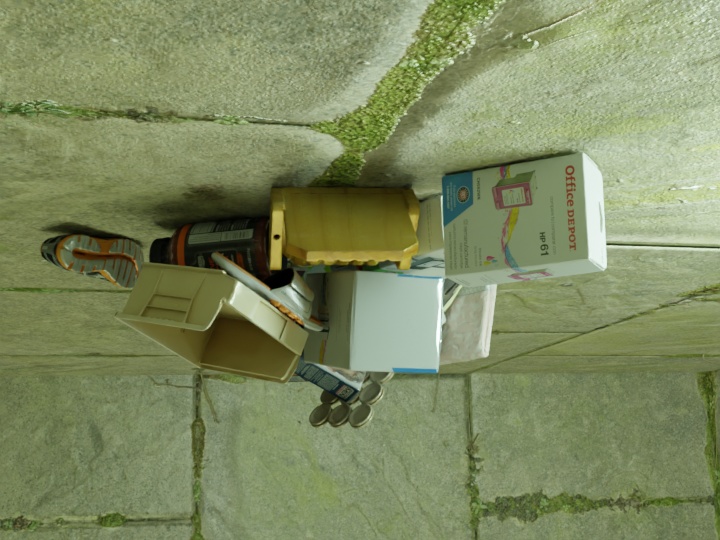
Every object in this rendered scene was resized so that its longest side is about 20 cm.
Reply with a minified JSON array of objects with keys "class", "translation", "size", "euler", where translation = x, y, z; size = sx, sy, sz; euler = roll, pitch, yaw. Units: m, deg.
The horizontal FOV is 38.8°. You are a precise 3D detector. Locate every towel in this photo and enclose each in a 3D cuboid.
[{"class":"towel","translation":[0.174,0.090,1.965],"size":[0.032,0.191,0.200],"euler":[27,152,-35]}]

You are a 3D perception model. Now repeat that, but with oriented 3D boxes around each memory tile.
[{"class":"memory tile","translation":[-0.006,0.214,1.907],"size":[0.153,0.200,0.017],"euler":[-7,131,41]}]

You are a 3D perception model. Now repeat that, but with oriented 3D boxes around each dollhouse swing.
[{"class":"dollhouse swing","translation":[-0.022,-0.020,1.394],"size":[0.199,0.176,0.182],"euler":[0,135,-8]}]

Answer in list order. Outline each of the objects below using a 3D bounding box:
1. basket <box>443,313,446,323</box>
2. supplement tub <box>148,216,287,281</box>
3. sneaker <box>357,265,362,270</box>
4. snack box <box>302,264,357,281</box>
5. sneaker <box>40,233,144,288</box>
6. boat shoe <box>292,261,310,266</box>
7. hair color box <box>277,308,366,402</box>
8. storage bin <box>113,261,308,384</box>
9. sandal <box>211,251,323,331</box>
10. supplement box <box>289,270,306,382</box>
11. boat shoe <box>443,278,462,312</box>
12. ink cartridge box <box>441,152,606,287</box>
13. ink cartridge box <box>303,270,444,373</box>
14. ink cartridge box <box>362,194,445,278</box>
[{"class":"basket","translation":[0.038,0.074,1.940],"size":[0.200,0.124,0.136],"euler":[-9,-165,35]},{"class":"supplement tub","translation":[-0.219,-0.023,1.570],"size":[0.199,0.107,0.107],"euler":[-5,167,15]},{"class":"sneaker","translation":[0.000,0.000,1.775],"size":[0.112,0.078,0.200],"euler":[33,145,22]},{"class":"snack box","translation":[-0.048,0.054,1.764],"size":[0.053,0.142,0.200],"euler":[-14,159,-24]},{"class":"sneaker","translation":[-0.427,-0.022,1.648],"size":[0.077,0.078,0.200],"euler":[6,170,31]},{"class":"boat shoe","translation":[-0.088,-0.039,1.623],"size":[0.072,0.060,0.200],"euler":[3,167,-26]},{"class":"hair color box","translation":[-0.083,0.144,1.862],"size":[0.200,0.100,0.061],"euler":[31,139,-10]},{"class":"storage bin","translation":[-0.211,0.078,1.496],"size":[0.198,0.094,0.200],"euler":[6,157,36]},{"class":"sandal","translation":[-0.120,0.018,1.476],"size":[0.207,0.059,0.079],"euler":[37,178,-29]},{"class":"supplement box","translation":[-0.125,0.110,1.974],"size":[0.085,0.201,0.110],"euler":[-2,168,5]},{"class":"boat shoe","translation":[0.139,0.010,1.719],"size":[0.200,0.073,0.065],"euler":[-46,140,1]},{"class":"ink cartridge box","translation":[0.215,-0.064,1.351],"size":[0.200,0.145,0.085],"euler":[-7,165,25]},{"class":"ink cartridge box","translation":[0.014,0.077,1.552],"size":[0.147,0.145,0.200],"euler":[4,177,-22]},{"class":"ink cartridge box","translation":[0.117,-0.045,1.568],"size":[0.145,0.084,0.200],"euler":[7,165,-35]}]
